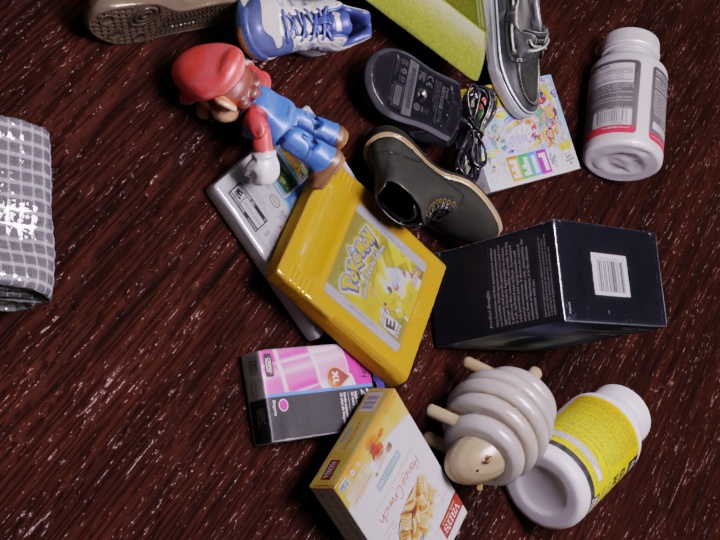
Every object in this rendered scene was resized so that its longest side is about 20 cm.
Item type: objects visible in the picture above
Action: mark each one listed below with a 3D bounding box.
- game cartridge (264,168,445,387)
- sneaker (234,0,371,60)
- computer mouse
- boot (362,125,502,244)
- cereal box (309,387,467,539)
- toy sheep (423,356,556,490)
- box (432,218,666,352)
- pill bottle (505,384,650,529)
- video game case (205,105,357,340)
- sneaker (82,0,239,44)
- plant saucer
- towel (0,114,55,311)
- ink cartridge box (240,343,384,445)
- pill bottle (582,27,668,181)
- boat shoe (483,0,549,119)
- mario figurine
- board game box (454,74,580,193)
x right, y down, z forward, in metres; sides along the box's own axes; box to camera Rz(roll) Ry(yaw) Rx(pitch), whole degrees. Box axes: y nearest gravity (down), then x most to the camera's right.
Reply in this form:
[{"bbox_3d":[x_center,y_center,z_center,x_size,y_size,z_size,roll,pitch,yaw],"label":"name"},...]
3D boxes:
[{"bbox_3d":[0.000,0.000,1.476,0.200,0.032,0.176,43,48,-26],"label":"game cartridge"},{"bbox_3d":[-0.059,-0.271,1.469,0.200,0.088,0.075,-22,105,-60],"label":"sneaker"},{"bbox_3d":[0.070,-0.192,1.624,0.200,0.053,0.139,27,68,-31],"label":"computer mouse"},{"bbox_3d":[0.083,-0.065,1.548,0.200,0.077,0.138,32,25,-19],"label":"boot"},{"bbox_3d":[0.035,0.244,1.441,0.200,0.039,0.144,59,45,-30],"label":"cereal box"},{"bbox_3d":[0.155,0.169,1.538,0.138,0.138,0.200,54,50,-17],"label":"toy sheep"},{"bbox_3d":[0.219,0.025,1.600,0.200,0.198,0.123,5,76,-43],"label":"box"},{"bbox_3d":[0.270,0.219,1.650,0.200,0.112,0.113,-32,100,-44],"label":"pill bottle"},{"bbox_3d":[-0.057,-0.054,1.483,0.200,0.024,0.182,56,46,-14],"label":"video game case"},{"bbox_3d":[-0.214,-0.283,1.386,0.200,0.070,0.076,-17,73,-51],"label":"sneaker"},{"bbox_3d":[0.087,-0.358,1.661,0.200,0.048,0.200,31,41,-34],"label":"plant saucer"},{"bbox_3d":[-0.356,-0.056,1.150,0.200,0.086,0.166,8,71,-42],"label":"towel"},{"bbox_3d":[-0.036,0.127,1.440,0.200,0.037,0.095,-1,78,-46],"label":"ink cartridge box"},{"bbox_3d":[0.371,-0.235,1.892,0.111,0.111,0.200,28,59,-35],"label":"pill bottle"},{"bbox_3d":[0.202,-0.293,1.718,0.072,0.071,0.200,-20,100,-48],"label":"boat shoe"},{"bbox_3d":[-0.116,-0.160,1.424,0.200,0.123,0.106,33,95,-23],"label":"mario figurine"},{"bbox_3d":[0.198,-0.177,1.760,0.200,0.034,0.135,-17,90,-46],"label":"board game box"}]
